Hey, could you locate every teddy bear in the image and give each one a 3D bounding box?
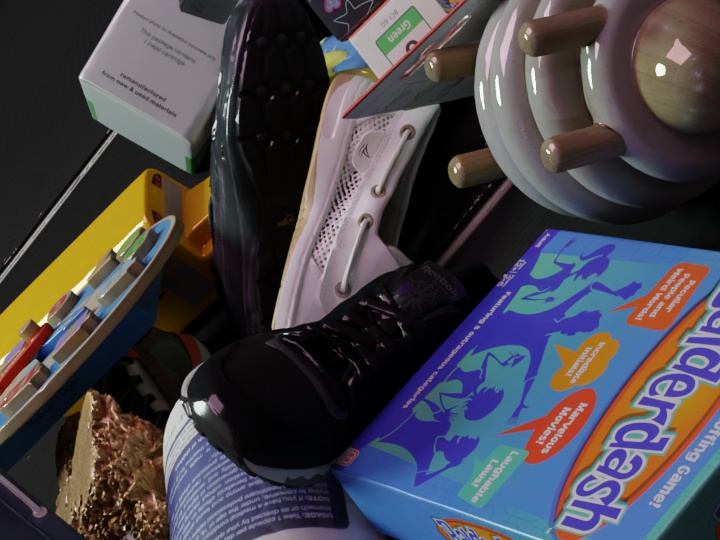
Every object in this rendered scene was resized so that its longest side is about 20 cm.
[{"bbox_3d":[-0.131,0.146,1.088,0.145,0.066,0.201,-113,34,-53],"label":"teddy bear"}]

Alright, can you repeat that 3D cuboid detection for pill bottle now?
[{"bbox_3d":[-0.029,0.136,0.927,0.111,0.111,0.200,-45,29,21],"label":"pill bottle"}]

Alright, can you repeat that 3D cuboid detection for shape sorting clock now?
[{"bbox_3d":[-0.171,0.043,1.138,0.200,0.039,0.200,-43,16,15],"label":"shape sorting clock"}]

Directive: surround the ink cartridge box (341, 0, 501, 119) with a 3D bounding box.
[{"bbox_3d":[0.057,-0.133,1.009,0.109,0.050,0.200,-42,-11,26],"label":"ink cartridge box"}]

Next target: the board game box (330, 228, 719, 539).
[{"bbox_3d":[0.098,0.056,0.816,0.152,0.045,0.200,-47,28,-20],"label":"board game box"}]

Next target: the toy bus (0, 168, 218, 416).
[{"bbox_3d":[-0.139,0.006,1.273,0.200,0.078,0.065,-42,31,27],"label":"toy bus"}]

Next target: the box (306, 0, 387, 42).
[{"bbox_3d":[0.037,-0.213,1.088,0.132,0.115,0.200,-42,-6,28],"label":"box"}]

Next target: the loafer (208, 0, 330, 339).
[{"bbox_3d":[-0.056,-0.052,1.121,0.070,0.068,0.202,22,118,54],"label":"loafer"}]

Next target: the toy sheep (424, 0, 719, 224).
[{"bbox_3d":[0.109,-0.083,0.914,0.138,0.138,0.200,-62,23,-10],"label":"toy sheep"}]

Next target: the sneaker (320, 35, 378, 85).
[{"bbox_3d":[-0.005,-0.108,1.206,0.105,0.076,0.200,-45,23,-19],"label":"sneaker"}]

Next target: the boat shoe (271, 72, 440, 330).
[{"bbox_3d":[0.000,0.000,1.065,0.071,0.069,0.201,28,-107,-80],"label":"boat shoe"}]

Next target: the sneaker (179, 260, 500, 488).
[{"bbox_3d":[0.000,0.031,0.907,0.076,0.200,0.088,44,116,19],"label":"sneaker"}]

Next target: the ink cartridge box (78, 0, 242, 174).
[{"bbox_3d":[-0.094,-0.176,1.331,0.201,0.084,0.146,-61,0,-7],"label":"ink cartridge box"}]

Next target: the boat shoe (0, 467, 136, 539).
[{"bbox_3d":[-0.121,0.158,0.971,0.062,0.200,0.075,-59,6,-31],"label":"boat shoe"}]

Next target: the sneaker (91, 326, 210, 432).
[{"bbox_3d":[-0.120,0.084,1.157,0.077,0.082,0.200,-53,28,7],"label":"sneaker"}]
